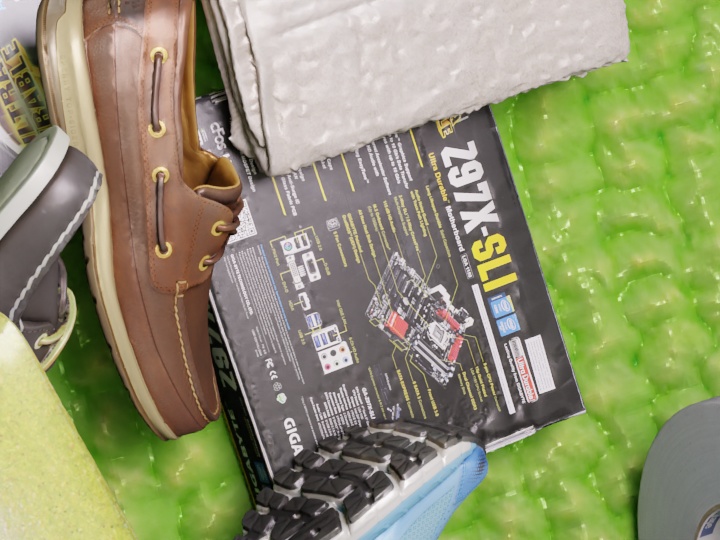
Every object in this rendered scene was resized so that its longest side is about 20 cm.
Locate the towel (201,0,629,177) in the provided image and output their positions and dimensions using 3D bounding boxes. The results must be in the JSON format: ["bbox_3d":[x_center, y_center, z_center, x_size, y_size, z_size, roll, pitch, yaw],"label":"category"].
[{"bbox_3d":[0.024,-0.129,0.850,0.200,0.034,0.133,-19,108,-20],"label":"towel"}]

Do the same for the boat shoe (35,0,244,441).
[{"bbox_3d":[-0.081,-0.022,0.799,0.067,0.072,0.200,-10,110,2],"label":"boat shoe"}]

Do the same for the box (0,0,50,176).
[{"bbox_3d":[-0.206,-0.100,0.820,0.159,0.046,0.200,-27,99,-19],"label":"box"}]

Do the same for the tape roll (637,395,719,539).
[{"bbox_3d":[0.208,0.149,0.881,0.066,0.200,0.201,-14,94,-22],"label":"tape roll"}]

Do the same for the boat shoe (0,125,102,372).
[{"bbox_3d":[-0.150,0.022,0.778,0.061,0.201,0.072,34,37,-12],"label":"boat shoe"}]

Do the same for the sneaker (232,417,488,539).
[{"bbox_3d":[-0.015,0.146,0.826,0.200,0.078,0.090,-46,116,-14],"label":"sneaker"}]

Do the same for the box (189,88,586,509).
[{"bbox_3d":[0.000,0.000,0.891,0.160,0.049,0.200,-21,96,-21],"label":"box"}]

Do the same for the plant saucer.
[{"bbox_3d":[-0.164,0.132,0.755,0.048,0.200,0.200,-37,103,-48],"label":"plant saucer"}]
